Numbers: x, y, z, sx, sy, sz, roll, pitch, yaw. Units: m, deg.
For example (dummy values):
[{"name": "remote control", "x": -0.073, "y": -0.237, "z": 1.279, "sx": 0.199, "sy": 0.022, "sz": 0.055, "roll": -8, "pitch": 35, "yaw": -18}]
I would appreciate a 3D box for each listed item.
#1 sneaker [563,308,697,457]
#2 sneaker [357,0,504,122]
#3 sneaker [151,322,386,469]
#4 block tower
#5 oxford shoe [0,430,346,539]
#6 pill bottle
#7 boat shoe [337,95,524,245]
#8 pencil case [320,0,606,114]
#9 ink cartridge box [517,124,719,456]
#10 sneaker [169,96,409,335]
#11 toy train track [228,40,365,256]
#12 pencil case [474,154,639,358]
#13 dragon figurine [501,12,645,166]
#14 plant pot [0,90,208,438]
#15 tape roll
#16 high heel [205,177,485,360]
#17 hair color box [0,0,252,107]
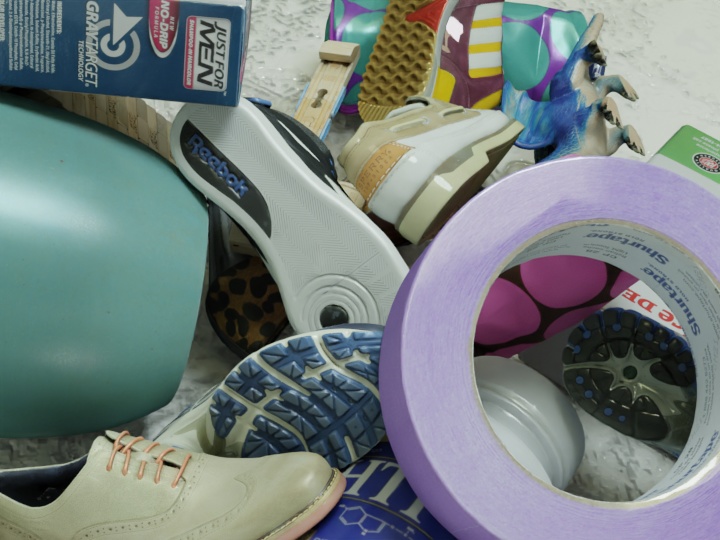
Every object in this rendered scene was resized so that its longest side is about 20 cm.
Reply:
[{"name": "sneaker", "x": 0.205, "y": 0.086, "z": 0.869, "sx": 0.200, "sy": 0.077, "sz": 0.085, "roll": 39, "pitch": 10, "yaw": 11}, {"name": "sneaker", "x": 0.065, "y": -0.158, "z": 1.086, "sx": 0.075, "sy": 0.090, "sz": 0.200, "roll": 7, "pitch": 64, "yaw": 41}, {"name": "sneaker", "x": -0.050, "y": 0.074, "z": 0.860, "sx": 0.077, "sy": 0.200, "sz": 0.085, "roll": 52, "pitch": 29, "yaw": -12}, {"name": "block tower", "x": -0.177, "y": -0.093, "z": 0.992, "sx": 0.054, "sy": 0.200, "sz": 0.058, "roll": -24, "pitch": 55, "yaw": 25}, {"name": "oxford shoe", "x": -0.105, "y": 0.117, "z": 0.806, "sx": 0.200, "sy": 0.074, "sz": 0.071, "roll": -16, "pitch": 18, "yaw": 19}, {"name": "pill bottle", "x": 0.035, "y": 0.139, "z": 0.842, "sx": 0.120, "sy": 0.120, "sz": 0.200, "roll": 28, "pitch": 47, "yaw": 17}, {"name": "boat shoe", "x": 0.044, "y": -0.072, "z": 0.948, "sx": 0.068, "sy": 0.075, "sz": 0.200, "roll": 38, "pitch": 17, "yaw": 5}, {"name": "pencil case", "x": 0.071, "y": -0.150, "z": 1.158, "sx": 0.199, "sy": 0.085, "sz": 0.093, "roll": 3, "pitch": 80, "yaw": -6}, {"name": "ink cartridge box", "x": 0.215, "y": 0.013, "z": 1.023, "sx": 0.145, "sy": 0.084, "sz": 0.200, "roll": 32, "pitch": 48, "yaw": 19}, {"name": "sneaker", "x": -0.019, "y": -0.023, "z": 0.913, "sx": 0.200, "sy": 0.073, "sz": 0.112, "roll": 53, "pitch": 15, "yaw": 2}, {"name": "toy train track", "x": -0.041, "y": -0.091, "z": 1.030, "sx": 0.114, "sy": 0.033, "sz": 0.200, "roll": 9, "pitch": 47, "yaw": 15}, {"name": "pencil case", "x": 0.074, "y": 0.007, "z": 0.922, "sx": 0.094, "sy": 0.200, "sz": 0.091, "roll": 39, "pitch": 36, "yaw": -24}, {"name": "dragon figurine", "x": 0.130, "y": -0.100, "z": 1.064, "sx": 0.099, "sy": 0.059, "sz": 0.200, "roll": -25, "pitch": 45, "yaw": 26}, {"name": "plant pot", "x": -0.175, "y": 0.003, "z": 0.895, "sx": 0.161, "sy": 0.201, "sz": 0.201, "roll": 10, "pitch": 44, "yaw": -15}, {"name": "tape roll", "x": 0.112, "y": 0.049, "z": 0.773, "sx": 0.200, "sy": 0.066, "sz": 0.201, "roll": 2, "pitch": 77, "yaw": -9}, {"name": "high heel", "x": 0.000, "y": 0.000, "z": 1.015, "sx": 0.199, "sy": 0.071, "sz": 0.143, "roll": -2, "pitch": 52, "yaw": -7}, {"name": "hair color box", "x": -0.160, "y": -0.141, "z": 0.864, "sx": 0.199, "sy": 0.061, "sz": 0.100, "roll": 5, "pitch": 28, "yaw": -3}]
